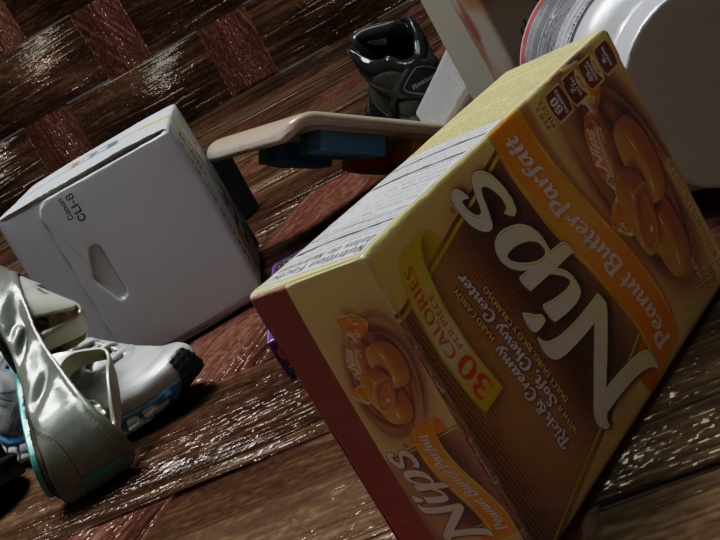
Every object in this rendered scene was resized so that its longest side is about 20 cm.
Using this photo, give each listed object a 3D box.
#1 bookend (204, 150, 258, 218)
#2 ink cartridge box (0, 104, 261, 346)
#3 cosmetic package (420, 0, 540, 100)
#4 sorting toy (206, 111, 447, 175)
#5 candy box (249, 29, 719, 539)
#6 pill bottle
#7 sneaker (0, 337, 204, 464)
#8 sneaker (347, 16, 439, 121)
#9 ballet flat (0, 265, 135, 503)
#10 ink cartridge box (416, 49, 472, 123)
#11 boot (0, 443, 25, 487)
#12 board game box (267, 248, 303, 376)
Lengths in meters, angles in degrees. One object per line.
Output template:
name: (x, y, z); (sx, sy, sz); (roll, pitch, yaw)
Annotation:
bookend: (-0.189, -0.077, 1.459); (0.200, 0.092, 0.199); (-22, 14, 30)
ink cartridge box: (-0.171, -0.026, 1.092); (0.145, 0.145, 0.200); (-30, 13, 1)
cosmetic package: (0.108, -0.180, 0.933); (0.103, 0.200, 0.087); (-35, 14, -15)
sorting toy: (0.000, -0.096, 1.103); (0.200, 0.037, 0.185); (-3, 0, -25)
candy box: (0.058, 0.004, 0.507); (0.055, 0.116, 0.200); (-21, 15, 39)
pill bottle: (0.154, -0.102, 0.714); (0.116, 0.116, 0.200); (-30, 13, 2)
sneaker: (-0.185, 0.067, 0.897); (0.200, 0.087, 0.075); (-18, 15, 39)
sneaker: (0.034, -0.183, 1.327); (0.076, 0.114, 0.199); (-29, 10, -5)
ballet flat: (-0.182, 0.053, 0.835); (0.064, 0.067, 0.200); (-26, 49, -9)
ink cartridge box: (0.148, -0.201, 1.152); (0.196, 0.043, 0.200); (-33, -9, -17)
boot: (-0.307, 0.088, 0.917); (0.079, 0.158, 0.211); (-36, 13, -26)
board game box: (0.000, 0.000, 0.875); (0.120, 0.032, 0.200); (-33, 12, 4)
